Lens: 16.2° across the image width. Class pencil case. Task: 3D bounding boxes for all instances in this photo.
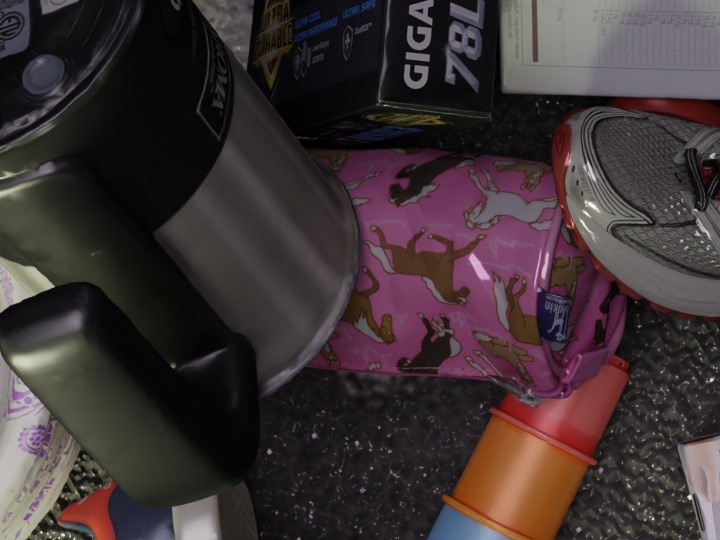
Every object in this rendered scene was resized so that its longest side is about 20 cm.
[{"bbox_3d":[0.000,0.000,0.972,0.199,0.083,0.087,4,47,25],"label":"pencil case"}]

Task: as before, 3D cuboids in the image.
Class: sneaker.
[{"bbox_3d":[-0.077,0.178,1.001,0.084,0.075,0.201,-10,77,14],"label":"sneaker"},{"bbox_3d":[0.162,-0.027,0.922,0.199,0.082,0.078,12,55,-19],"label":"sneaker"}]

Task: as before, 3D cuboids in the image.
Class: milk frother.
[{"bbox_3d":[-0.130,-0.013,0.872,0.199,0.188,0.181,-1,61,24],"label":"milk frother"}]

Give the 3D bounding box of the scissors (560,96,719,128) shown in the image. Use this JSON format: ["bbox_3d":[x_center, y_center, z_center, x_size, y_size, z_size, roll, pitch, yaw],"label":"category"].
[{"bbox_3d":[0.178,-0.042,0.987,0.199,0.073,0.014,11,73,-12],"label":"scissors"}]

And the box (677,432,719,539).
[{"bbox_3d":[0.230,0.095,0.962,0.199,0.035,0.111,-14,84,10],"label":"box"}]

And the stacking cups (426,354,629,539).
[{"bbox_3d":[0.045,0.118,0.982,0.060,0.060,0.201,26,91,12],"label":"stacking cups"}]

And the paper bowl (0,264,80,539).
[{"bbox_3d":[-0.203,0.035,1.015,0.199,0.104,0.202,-1,85,11],"label":"paper bowl"}]

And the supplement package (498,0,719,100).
[{"bbox_3d":[0.156,-0.132,0.937,0.199,0.110,0.114,3,118,11],"label":"supplement package"}]

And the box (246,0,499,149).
[{"bbox_3d":[0.006,-0.149,0.942,0.049,0.200,0.200,4,88,-16],"label":"box"}]
